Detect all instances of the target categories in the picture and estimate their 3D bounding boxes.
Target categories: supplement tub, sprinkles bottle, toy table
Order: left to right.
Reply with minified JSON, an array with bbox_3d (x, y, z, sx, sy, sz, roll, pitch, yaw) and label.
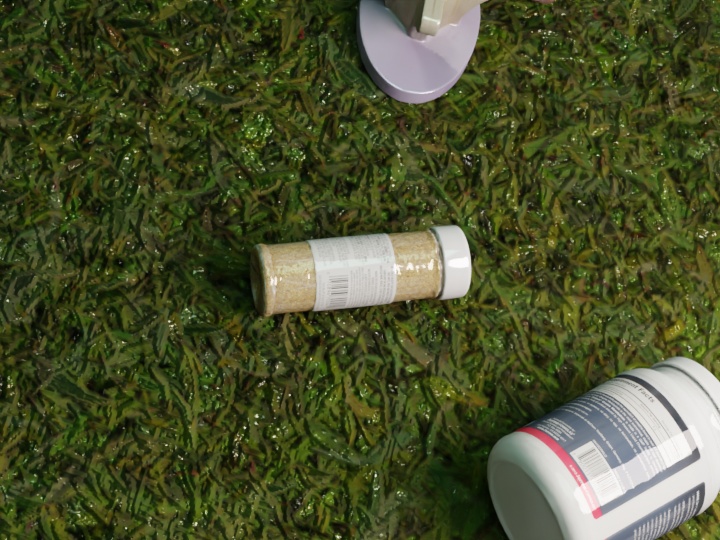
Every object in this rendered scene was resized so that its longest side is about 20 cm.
[{"bbox_3d":[0.000,0.000,1.539,0.198,0.068,0.069,-5,64,-15],"label":"sprinkles bottle"},{"bbox_3d":[0.071,-0.283,1.677,0.182,0.117,0.202,3,61,-11],"label":"toy table"},{"bbox_3d":[0.224,0.172,1.457,0.199,0.141,0.141,-25,70,-23],"label":"supplement tub"}]

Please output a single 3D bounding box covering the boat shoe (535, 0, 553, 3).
[{"bbox_3d":[0.164,-0.363,1.776,0.072,0.072,0.201,16,44,-39],"label":"boat shoe"}]
